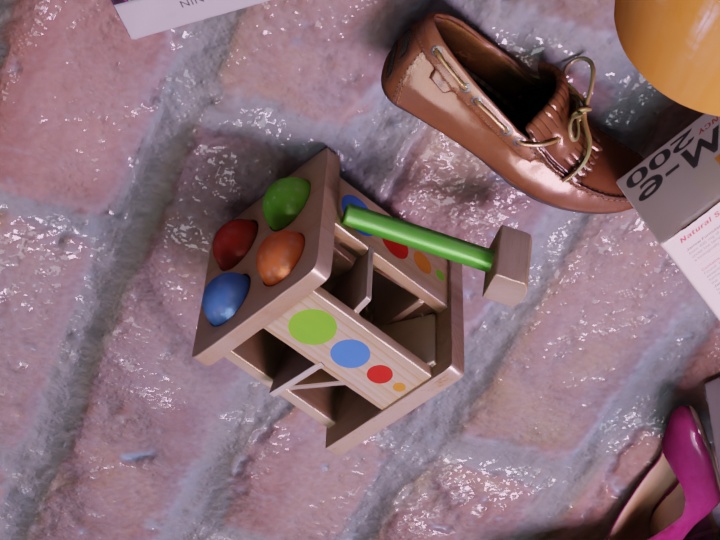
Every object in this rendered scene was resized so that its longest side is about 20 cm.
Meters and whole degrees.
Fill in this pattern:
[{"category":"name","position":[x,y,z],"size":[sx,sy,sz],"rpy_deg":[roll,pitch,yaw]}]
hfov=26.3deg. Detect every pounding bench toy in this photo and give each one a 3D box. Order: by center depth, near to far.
[{"category":"pounding bench toy","position":[0.000,0.000,1.058],"size":[0.156,0.125,0.199],"rpy_deg":[37,125,-27]}]

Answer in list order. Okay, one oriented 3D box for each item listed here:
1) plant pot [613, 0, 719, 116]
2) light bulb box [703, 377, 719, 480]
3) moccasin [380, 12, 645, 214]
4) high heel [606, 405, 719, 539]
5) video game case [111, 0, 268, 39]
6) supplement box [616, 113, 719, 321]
[{"category":"plant pot","position":[0.223,-0.186,0.838],"size":[0.198,0.202,0.184],"rpy_deg":[8,149,-5]},{"category":"light bulb box","position":[0.375,0.150,1.127],"size":[0.199,0.199,0.125],"rpy_deg":[-27,125,24]},{"category":"moccasin","position":[0.112,-0.103,0.996],"size":[0.201,0.074,0.078],"rpy_deg":[33,135,-16]},{"category":"high heel","position":[0.240,0.183,1.252],"size":[0.095,0.068,0.201],"rpy_deg":[-14,135,2]},{"category":"video game case","position":[-0.092,-0.243,0.894],"size":[0.180,0.036,0.201],"rpy_deg":[-13,131,13]},{"category":"supplement box","position":[0.275,-0.021,1.022],"size":[0.126,0.074,0.200],"rpy_deg":[-37,131,9]}]
